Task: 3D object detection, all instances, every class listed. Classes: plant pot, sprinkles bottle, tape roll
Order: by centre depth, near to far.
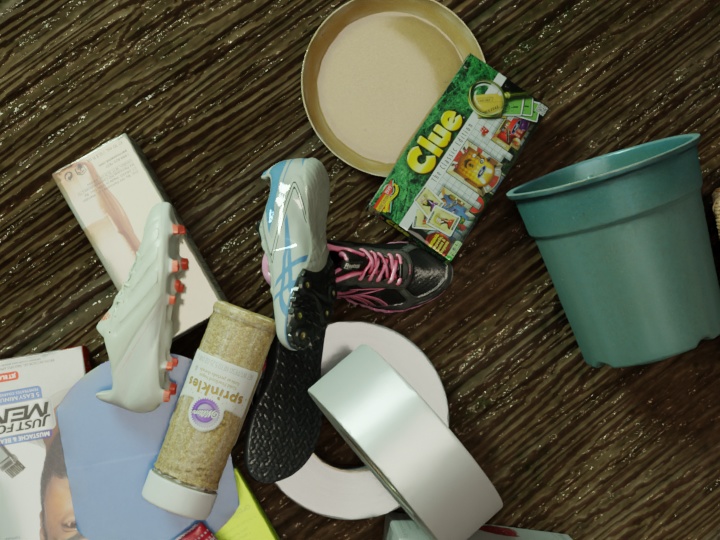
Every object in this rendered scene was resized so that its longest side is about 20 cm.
[{"bbox_3d":[0.041,0.165,1.145,0.071,0.202,0.202,-41,91,-8],"label":"tape roll"},{"bbox_3d":[-0.141,0.131,1.173,0.068,0.068,0.200,20,87,-4],"label":"sprinkles bottle"},{"bbox_3d":[0.272,-0.016,1.258,0.200,0.200,0.196,-18,96,-6],"label":"plant pot"},{"bbox_3d":[-0.012,0.152,1.274,0.200,0.066,0.201,0,87,-6],"label":"tape roll"},{"bbox_3d":[0.036,-0.196,1.320,0.200,0.027,0.200,0,86,-5],"label":"plant pot"}]

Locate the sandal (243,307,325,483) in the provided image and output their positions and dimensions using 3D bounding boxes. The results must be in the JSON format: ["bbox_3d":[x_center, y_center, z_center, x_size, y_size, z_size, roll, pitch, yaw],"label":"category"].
[{"bbox_3d":[-0.074,0.112,1.218,0.075,0.045,0.200,20,70,-29],"label":"sandal"}]

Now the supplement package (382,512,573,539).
[{"bbox_3d":[0.120,0.324,1.245,0.200,0.121,0.120,8,91,-5],"label":"supplement package"}]

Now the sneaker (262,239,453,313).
[{"bbox_3d":[0.000,0.000,1.271,0.200,0.095,0.079,2,84,-6],"label":"sneaker"}]

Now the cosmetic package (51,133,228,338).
[{"bbox_3d":[-0.217,-0.027,1.247,0.087,0.103,0.200,-30,88,-4],"label":"cosmetic package"}]

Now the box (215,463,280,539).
[{"bbox_3d":[-0.130,0.313,1.261,0.122,0.048,0.200,-29,90,-6],"label":"box"}]

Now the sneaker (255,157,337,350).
[{"bbox_3d":[-0.066,-0.014,1.195,0.072,0.072,0.200,-13,62,27],"label":"sneaker"}]

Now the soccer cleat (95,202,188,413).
[{"bbox_3d":[-0.208,0.034,1.164,0.077,0.069,0.200,5,92,2],"label":"soccer cleat"}]

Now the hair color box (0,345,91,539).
[{"bbox_3d":[-0.315,0.183,1.245,0.111,0.064,0.200,-10,89,-7],"label":"hair color box"}]

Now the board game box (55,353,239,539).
[{"bbox_3d":[-0.209,0.179,1.219,0.158,0.039,0.200,-11,91,-8],"label":"board game box"}]

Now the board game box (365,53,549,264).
[{"bbox_3d":[0.102,-0.117,1.289,0.105,0.023,0.200,33,79,-1],"label":"board game box"}]

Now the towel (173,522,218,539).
[{"bbox_3d":[-0.152,0.362,1.209,0.145,0.022,0.200,-36,102,-3],"label":"towel"}]

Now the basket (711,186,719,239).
[{"bbox_3d":[0.430,0.001,1.288,0.149,0.143,0.200,-14,90,-4],"label":"basket"}]
